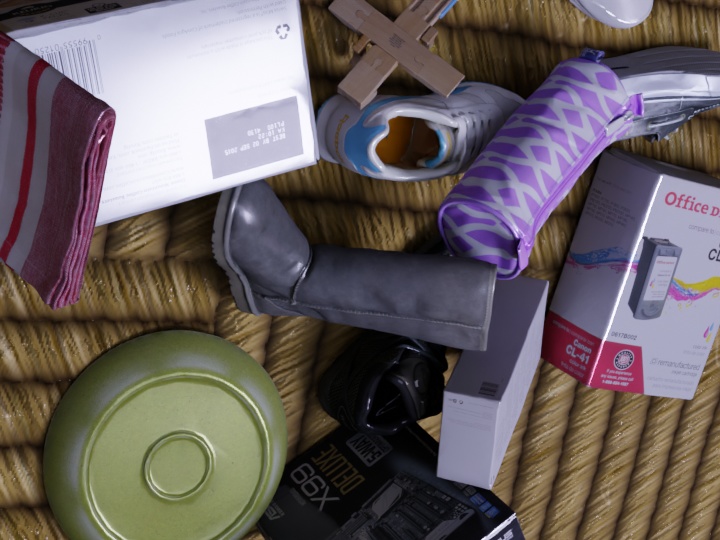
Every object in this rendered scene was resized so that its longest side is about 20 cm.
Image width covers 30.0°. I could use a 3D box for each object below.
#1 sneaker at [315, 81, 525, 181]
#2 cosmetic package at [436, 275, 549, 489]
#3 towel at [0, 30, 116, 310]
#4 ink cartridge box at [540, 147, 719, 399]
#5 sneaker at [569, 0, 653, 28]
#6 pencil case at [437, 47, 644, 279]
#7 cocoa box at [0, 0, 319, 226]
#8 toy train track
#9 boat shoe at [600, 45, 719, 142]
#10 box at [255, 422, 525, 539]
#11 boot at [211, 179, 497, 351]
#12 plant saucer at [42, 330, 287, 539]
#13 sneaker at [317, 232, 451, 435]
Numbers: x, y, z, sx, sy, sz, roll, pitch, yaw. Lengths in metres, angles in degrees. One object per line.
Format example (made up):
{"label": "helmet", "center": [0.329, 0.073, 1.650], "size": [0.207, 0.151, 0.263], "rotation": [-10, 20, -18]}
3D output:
{"label": "sneaker", "center": [0.064, -0.103, 1.058], "size": [0.198, 0.081, 0.078], "rotation": [-10, 113, -32]}
{"label": "cosmetic package", "center": [0.110, 0.085, 1.106], "size": [0.200, 0.050, 0.084], "rotation": [-56, 151, -58]}
{"label": "towel", "center": [-0.234, -0.083, 0.803], "size": [0.023, 0.199, 0.145], "rotation": [-33, 151, -49]}
{"label": "ink cartridge box", "center": [0.263, 0.006, 1.223], "size": [0.146, 0.085, 0.203], "rotation": [9, 106, -33]}
{"label": "sneaker", "center": [0.195, -0.272, 1.057], "size": [0.078, 0.099, 0.201], "rotation": [-39, 124, -11]}
{"label": "pencil case", "center": [0.141, -0.081, 1.044], "size": [0.200, 0.085, 0.085], "rotation": [-49, 146, -28]}
{"label": "cocoa box", "center": [-0.148, -0.123, 0.890], "size": [0.198, 0.131, 0.135], "rotation": [-18, 117, -24]}
{"label": "toy train track", "center": [0.052, -0.197, 1.030], "size": [0.200, 0.114, 0.033], "rotation": [-50, 171, -17]}
{"label": "boat shoe", "center": [0.253, -0.149, 1.171], "size": [0.197, 0.072, 0.072], "rotation": [-7, 122, -17]}
{"label": "box", "center": [0.016, 0.205, 1.083], "size": [0.157, 0.200, 0.050], "rotation": [-33, 126, -13]}
{"label": "boot", "center": [0.001, -0.002, 0.976], "size": [0.182, 0.197, 0.073], "rotation": [74, 32, -64]}
{"label": "plant saucer", "center": [-0.145, 0.148, 1.045], "size": [0.197, 0.031, 0.203], "rotation": [-6, 105, -22]}
{"label": "sneaker", "center": [0.055, 0.054, 1.096], "size": [0.076, 0.114, 0.200], "rotation": [44, 82, -26]}
